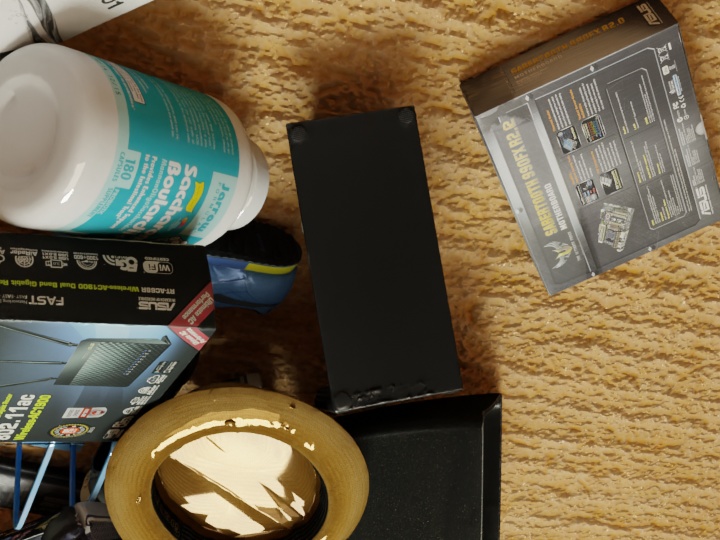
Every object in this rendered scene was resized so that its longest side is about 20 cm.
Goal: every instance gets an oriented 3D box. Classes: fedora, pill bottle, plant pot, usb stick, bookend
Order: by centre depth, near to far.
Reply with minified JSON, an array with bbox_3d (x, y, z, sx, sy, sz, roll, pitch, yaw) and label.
[{"bbox_3d":[-0.145,-0.072,0.759,0.111,0.111,0.200,-44,155,22],"label":"pill bottle"},{"bbox_3d":[-0.092,0.146,0.870,0.200,0.082,0.201,-5,124,-7],"label":"fedora"},{"bbox_3d":[0.000,0.000,0.881,0.092,0.199,0.201,-9,86,-7],"label":"bookend"},{"bbox_3d":[0.024,0.206,0.983,0.176,0.199,0.201,2,89,11],"label":"plant pot"},{"bbox_3d":[-0.247,0.205,1.046,0.199,0.033,0.056,17,130,-26],"label":"usb stick"}]

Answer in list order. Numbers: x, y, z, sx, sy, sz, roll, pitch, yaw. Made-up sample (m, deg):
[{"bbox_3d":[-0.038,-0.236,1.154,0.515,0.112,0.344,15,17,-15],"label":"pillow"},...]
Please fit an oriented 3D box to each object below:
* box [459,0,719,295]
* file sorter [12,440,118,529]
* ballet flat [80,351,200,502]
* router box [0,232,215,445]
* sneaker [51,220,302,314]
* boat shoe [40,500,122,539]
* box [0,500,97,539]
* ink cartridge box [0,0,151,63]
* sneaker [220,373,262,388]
[{"bbox_3d":[0.183,-0.090,0.897,0.158,0.048,0.200,-24,130,7],"label":"box"},{"bbox_3d":[-0.295,0.115,0.900,0.199,0.123,0.139,13,125,-24],"label":"file sorter"},{"bbox_3d":[-0.194,0.120,0.969,0.057,0.067,0.200,17,115,-26],"label":"ballet flat"},{"bbox_3d":[-0.199,0.051,0.763,0.149,0.062,0.200,4,149,-28],"label":"router box"},{"bbox_3d":[-0.145,-0.006,0.875,0.199,0.066,0.079,13,128,-23],"label":"sneaker"},{"bbox_3d":[-0.157,0.243,0.927,0.200,0.093,0.075,17,121,-48],"label":"boat shoe"},{"bbox_3d":[-0.267,0.298,1.020,0.200,0.046,0.159,-25,99,33],"label":"box"},{"bbox_3d":[-0.207,-0.193,0.656,0.199,0.086,0.146,-22,162,6],"label":"ink cartridge box"},{"bbox_3d":[-0.113,0.178,1.028,0.079,0.079,0.201,-11,123,-8],"label":"sneaker"}]
